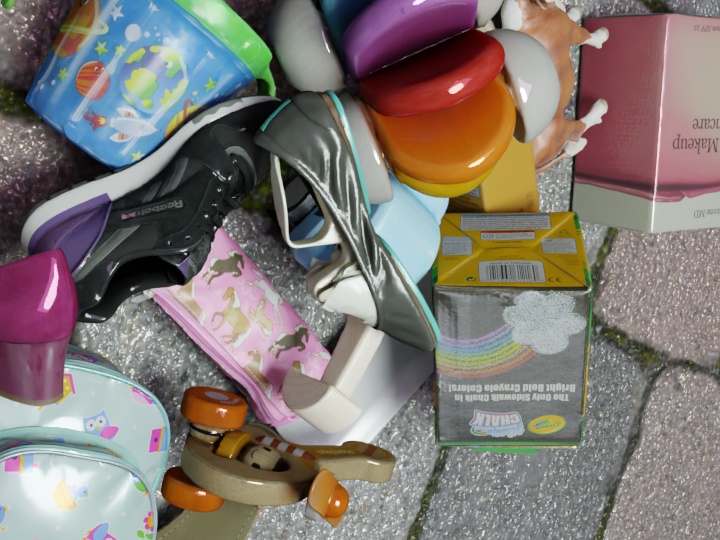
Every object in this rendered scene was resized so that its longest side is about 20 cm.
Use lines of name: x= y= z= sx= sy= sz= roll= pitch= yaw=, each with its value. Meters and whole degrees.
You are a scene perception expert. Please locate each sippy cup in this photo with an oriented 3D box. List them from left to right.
sippy cup: x=-0.150 y=-0.136 z=0.670 sx=0.177 sy=0.140 sz=0.131 roll=37 pitch=90 yaw=2

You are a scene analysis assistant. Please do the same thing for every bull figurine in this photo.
bull figurine: x=0.170 y=-0.189 z=0.896 sx=0.121 sy=0.065 sz=0.202 roll=-12 pitch=112 yaw=-37

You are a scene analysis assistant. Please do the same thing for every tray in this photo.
tray: x=0.009 y=0.088 z=0.869 sx=0.200 sy=0.022 sz=0.108 roll=-46 pitch=134 yaw=-17

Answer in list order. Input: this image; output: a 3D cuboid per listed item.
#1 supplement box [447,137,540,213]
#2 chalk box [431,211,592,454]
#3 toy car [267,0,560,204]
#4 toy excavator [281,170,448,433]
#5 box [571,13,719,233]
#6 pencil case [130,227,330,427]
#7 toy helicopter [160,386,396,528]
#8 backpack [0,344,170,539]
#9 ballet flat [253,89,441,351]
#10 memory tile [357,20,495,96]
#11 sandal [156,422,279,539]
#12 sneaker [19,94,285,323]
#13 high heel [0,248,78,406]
supplement box: x=0.119 y=-0.052 z=0.885 sx=0.066 sy=0.069 sz=0.201 roll=-25 pitch=116 yaw=-26
chalk box: x=0.122 y=0.066 z=0.826 sx=0.123 sy=0.124 sz=0.201 roll=0 pitch=122 yaw=6
toy car: x=0.036 y=-0.147 z=0.666 sx=0.174 sy=0.150 sz=0.201 roll=-24 pitch=91 yaw=1
toy excavator: x=0.000 y=0.000 z=0.753 sx=0.194 sy=0.200 sz=0.100 roll=-44 pitch=122 yaw=7
box: x=0.292 y=-0.144 z=0.962 sx=0.127 sy=0.109 sz=0.202 roll=-6 pitch=103 yaw=-32
pencil case: x=-0.102 y=0.033 z=0.757 sx=0.087 sy=0.083 sz=0.200 roll=-48 pitch=122 yaw=-12
toy helicopter: x=-0.038 y=0.145 z=0.725 sx=0.199 sy=0.132 sz=0.080 roll=10 pitch=97 yaw=-48
backpack: x=-0.220 y=0.150 z=0.667 sx=0.175 sy=0.153 sz=0.202 roll=15 pitch=84 yaw=-29
ballet flat: x=-0.014 y=-0.020 z=0.655 sx=0.068 sy=0.068 sz=0.201 roll=-29 pitch=109 yaw=-10
memory tile: x=0.055 y=-0.221 z=0.847 sx=0.152 sy=0.017 sz=0.202 roll=-13 pitch=107 yaw=-31
sandal: x=-0.128 y=0.222 z=0.788 sx=0.212 sy=0.077 sz=0.070 roll=-54 pitch=166 yaw=-16
sneaker: x=-0.112 y=-0.034 z=0.643 sx=0.199 sy=0.088 sz=0.076 roll=-33 pitch=151 yaw=-12
high heel: x=-0.258 y=0.009 z=0.599 sx=0.067 sy=0.198 sz=0.097 roll=-46 pitch=148 yaw=-69
